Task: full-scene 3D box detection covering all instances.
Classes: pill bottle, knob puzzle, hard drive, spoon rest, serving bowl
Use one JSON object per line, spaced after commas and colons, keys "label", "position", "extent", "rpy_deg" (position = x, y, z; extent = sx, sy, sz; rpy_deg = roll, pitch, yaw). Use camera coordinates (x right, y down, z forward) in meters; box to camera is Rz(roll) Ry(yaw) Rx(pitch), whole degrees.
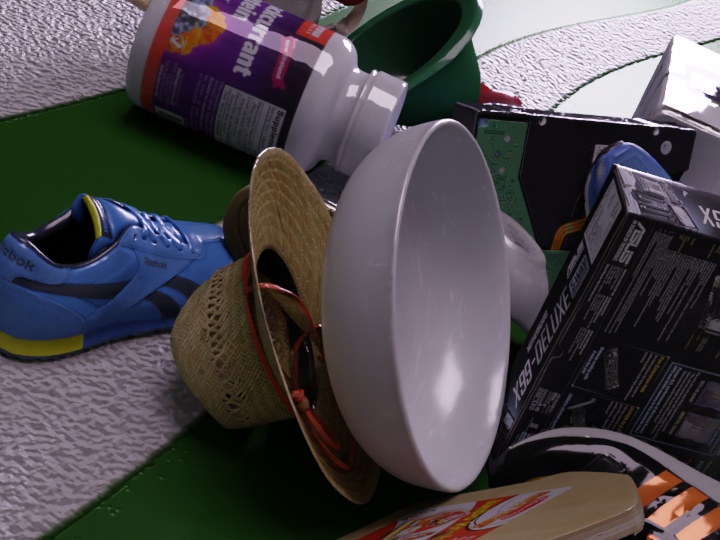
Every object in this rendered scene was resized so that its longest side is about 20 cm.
{"label": "pill bottle", "position": [-0.069, -0.143, 1.006], "extent": [0.198, 0.112, 0.112], "rpy_deg": [23, 29, 2]}
{"label": "knob puzzle", "position": [0.045, 0.134, 0.600], "extent": [0.218, 0.218, 0.031], "rpy_deg": [-14, 86, -46]}
{"label": "hard drive", "position": [0.146, -0.045, 0.956], "extent": [0.198, 0.141, 0.038], "rpy_deg": [0, 17, -29]}
{"label": "spoon rest", "position": [0.118, 0.020, 0.881], "extent": [0.199, 0.061, 0.100], "rpy_deg": [32, 22, -27]}
{"label": "serving bowl", "position": [0.025, 0.020, 0.726], "extent": [0.065, 0.202, 0.200], "rpy_deg": [-2, 22, 22]}

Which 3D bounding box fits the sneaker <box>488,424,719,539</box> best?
{"label": "sneaker", "position": [0.166, 0.152, 0.723], "extent": [0.198, 0.070, 0.090], "rpy_deg": [21, 26, -6]}

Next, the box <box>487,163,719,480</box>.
{"label": "box", "position": [0.180, 0.052, 0.764], "extent": [0.156, 0.201, 0.050], "rpy_deg": [15, 33, -10]}

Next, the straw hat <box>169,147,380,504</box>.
{"label": "straw hat", "position": [-0.059, 0.040, 0.732], "extent": [0.084, 0.203, 0.202], "rpy_deg": [-17, 26, 15]}

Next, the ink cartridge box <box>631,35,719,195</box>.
{"label": "ink cartridge box", "position": [0.264, -0.094, 1.112], "extent": [0.084, 0.146, 0.200], "rpy_deg": [25, 30, 4]}

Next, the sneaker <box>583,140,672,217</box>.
{"label": "sneaker", "position": [0.232, -0.005, 0.916], "extent": [0.078, 0.089, 0.201], "rpy_deg": [-33, 90, -16]}

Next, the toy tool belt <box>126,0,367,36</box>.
{"label": "toy tool belt", "position": [-0.097, -0.252, 1.147], "extent": [0.199, 0.126, 0.123], "rpy_deg": [-28, 46, -32]}

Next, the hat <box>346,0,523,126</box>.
{"label": "hat", "position": [0.076, -0.138, 1.172], "extent": [0.199, 0.177, 0.166], "rpy_deg": [-39, 32, -8]}

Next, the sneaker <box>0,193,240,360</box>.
{"label": "sneaker", "position": [-0.135, -0.009, 0.782], "extent": [0.066, 0.079, 0.199], "rpy_deg": [36, 31, 27]}

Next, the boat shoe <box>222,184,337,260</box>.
{"label": "boat shoe", "position": [0.001, -0.001, 0.867], "extent": [0.199, 0.072, 0.066], "rpy_deg": [26, 18, -11]}
